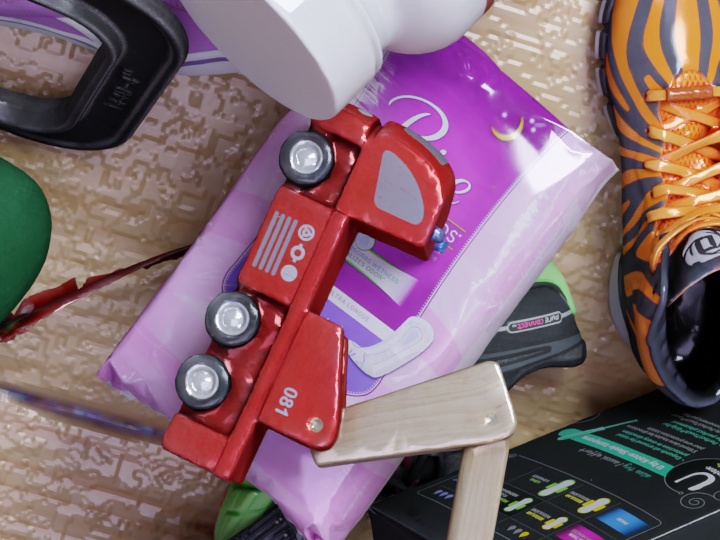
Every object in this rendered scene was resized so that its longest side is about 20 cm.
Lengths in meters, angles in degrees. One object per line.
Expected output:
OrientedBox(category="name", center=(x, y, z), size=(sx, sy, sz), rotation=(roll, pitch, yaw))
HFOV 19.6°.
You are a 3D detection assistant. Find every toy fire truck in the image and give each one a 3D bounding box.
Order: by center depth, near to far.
OrientedBox(category="toy fire truck", center=(0.005, 0.052, 0.773), size=(0.140, 0.049, 0.201), rotation=(25, 85, 6))

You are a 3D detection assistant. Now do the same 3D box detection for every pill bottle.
OrientedBox(category="pill bottle", center=(0.025, -0.154, 0.760), size=(0.200, 0.112, 0.112), rotation=(-47, 106, -15))

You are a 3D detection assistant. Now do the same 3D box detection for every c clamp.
OrientedBox(category="c clamp", center=(-0.151, -0.100, 0.802), size=(0.169, 0.200, 0.027), rotation=(16, 70, -9))

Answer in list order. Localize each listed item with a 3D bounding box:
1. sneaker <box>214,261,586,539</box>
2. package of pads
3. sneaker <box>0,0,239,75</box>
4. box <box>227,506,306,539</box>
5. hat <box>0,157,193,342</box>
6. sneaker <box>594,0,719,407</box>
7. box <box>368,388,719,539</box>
OrientedBox(category="sneaker", center=(0.016, 0.072, 0.912), size=(0.200, 0.077, 0.084), rotation=(-39, 102, 10))
OrientedBox(category="package of pads", center=(0.000, 0.000, 0.842), size=(0.120, 0.076, 0.201), rotation=(37, 88, 7))
OrientedBox(category="sneaker", center=(-0.102, -0.130, 0.798), size=(0.198, 0.114, 0.073), rotation=(5, 73, 7))
OrientedBox(category="box", center=(-0.066, 0.204, 0.928), size=(0.199, 0.050, 0.158), rotation=(-33, 136, 7))
OrientedBox(category="hat", center=(-0.133, -0.006, 0.818), size=(0.174, 0.201, 0.167), rotation=(-2, 129, 14))
OrientedBox(category="sneaker", center=(0.144, -0.038, 0.864), size=(0.077, 0.112, 0.202), rotation=(-6, 108, -1))
OrientedBox(category="box", center=(0.124, 0.148, 0.878), size=(0.199, 0.124, 0.150), rotation=(-19, 110, -27))
